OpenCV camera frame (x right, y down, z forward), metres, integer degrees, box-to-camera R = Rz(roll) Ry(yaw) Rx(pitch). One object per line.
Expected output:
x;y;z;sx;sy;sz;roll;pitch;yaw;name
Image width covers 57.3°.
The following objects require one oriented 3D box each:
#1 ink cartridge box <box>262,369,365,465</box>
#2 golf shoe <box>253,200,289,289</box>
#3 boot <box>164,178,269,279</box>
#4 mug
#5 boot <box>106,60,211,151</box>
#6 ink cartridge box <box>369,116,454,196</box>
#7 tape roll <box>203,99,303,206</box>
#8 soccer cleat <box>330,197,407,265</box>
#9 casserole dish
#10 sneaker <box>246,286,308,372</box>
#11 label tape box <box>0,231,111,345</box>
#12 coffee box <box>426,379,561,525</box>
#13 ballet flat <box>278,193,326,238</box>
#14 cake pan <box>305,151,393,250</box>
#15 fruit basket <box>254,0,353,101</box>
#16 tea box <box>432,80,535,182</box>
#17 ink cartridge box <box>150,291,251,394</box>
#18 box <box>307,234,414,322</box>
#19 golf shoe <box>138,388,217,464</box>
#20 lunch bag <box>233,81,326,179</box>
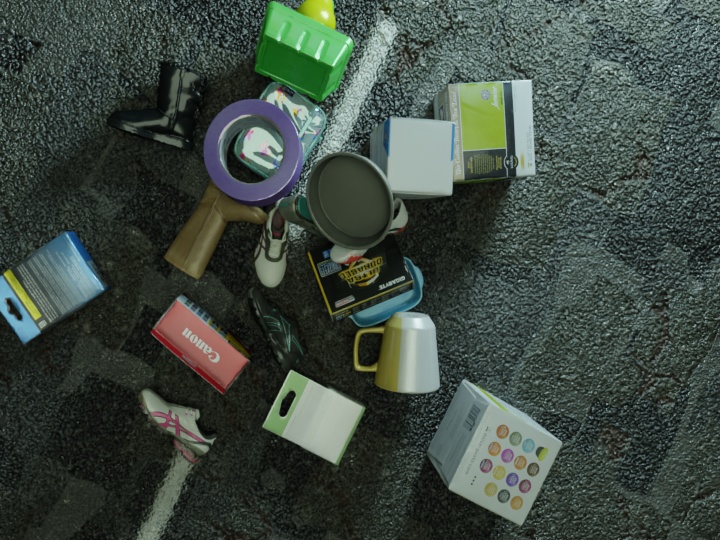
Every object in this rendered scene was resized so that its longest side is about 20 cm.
-0.105;0.328;1.488;0.196;0.048;0.148;28;89;-9;ink cartridge box
-0.191;-0.059;1.430;0.075;0.088;0.207;5;94;-10;golf shoe
-0.305;-0.073;1.407;0.173;0.066;0.204;29;88;23;boot
0.091;0.176;1.447;0.182;0.148;0.159;0;96;-29;mug
-0.419;-0.354;1.382;0.193;0.073;0.168;13;94;-16;boot
0.104;-0.232;1.404;0.140;0.200;0.152;1;94;-10;ink cartridge box
-0.215;-0.237;1.335;0.193;0.066;0.207;0;85;1;tape roll
0.017;-0.086;1.406;0.197;0.086;0.069;-30;56;-14;soccer cleat
0.048;0.047;1.497;0.195;0.039;0.124;-22;97;-7;casserole dish
-0.186;0.120;1.459;0.078;0.075;0.204;-30;105;-18;sneaker
-0.651;0.034;1.378;0.197;0.063;0.146;-33;98;-5;label tape box
0.293;0.400;1.476;0.194;0.200;0.204;28;90;-10;coffee box
-0.106;-0.114;1.421;0.062;0.199;0.070;-5;72;30;ballet flat
-0.017;-0.142;1.319;0.195;0.037;0.206;12;120;22;cake pan
-0.116;-0.489;1.404;0.209;0.157;0.220;14;48;-16;fruit basket
0.271;-0.301;1.458;0.190;0.134;0.207;-4;94;-9;tea box
-0.328;0.149;1.378;0.199;0.175;0.084;41;88;-9;ink cartridge box
0.000;0.000;1.444;0.195;0.050;0.163;-21;63;-6;box
-0.399;0.322;1.436;0.092;0.072;0.201;-42;109;-10;golf shoe
-0.169;-0.293;1.421;0.158;0.077;0.203;32;89;-9;lunch bag
